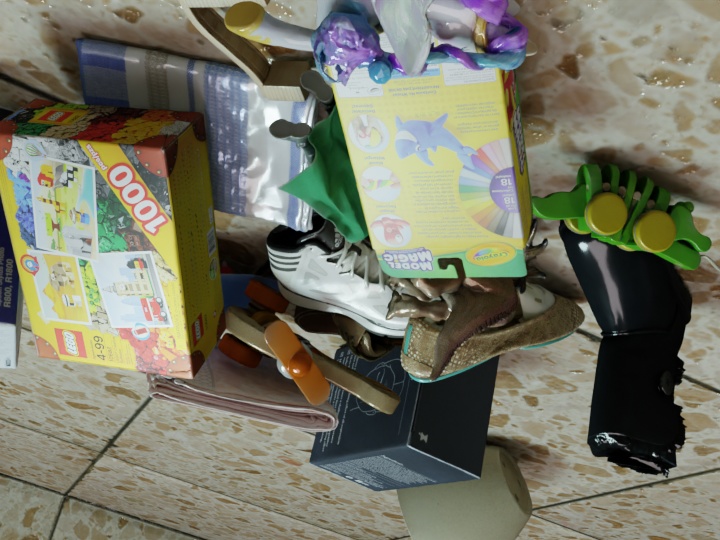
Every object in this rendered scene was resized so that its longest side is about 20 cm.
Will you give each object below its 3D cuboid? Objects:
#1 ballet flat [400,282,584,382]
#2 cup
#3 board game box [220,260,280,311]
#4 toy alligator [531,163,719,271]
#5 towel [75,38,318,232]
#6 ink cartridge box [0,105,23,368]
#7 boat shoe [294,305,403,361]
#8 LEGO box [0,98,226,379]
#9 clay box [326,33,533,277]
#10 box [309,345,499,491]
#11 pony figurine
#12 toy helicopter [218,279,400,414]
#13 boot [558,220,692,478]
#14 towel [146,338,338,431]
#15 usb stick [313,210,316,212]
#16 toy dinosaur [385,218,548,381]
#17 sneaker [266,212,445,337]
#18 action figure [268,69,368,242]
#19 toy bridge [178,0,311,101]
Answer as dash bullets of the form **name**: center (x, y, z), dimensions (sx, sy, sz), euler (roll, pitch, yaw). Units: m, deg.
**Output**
- **ballet flat**: center (0.125, 0.043, 0.856), dimensions (0.070, 0.197, 0.066), euler (29, 130, 53)
- **cup**: center (0.159, 0.327, 1.338), dimensions (0.142, 0.203, 0.200), euler (-28, 138, 18)
- **board game box**: center (-0.174, 0.022, 1.044), dimensions (0.156, 0.040, 0.198), euler (9, 155, -44)
- **toy alligator**: center (0.222, -0.039, 0.710), dimensions (0.197, 0.055, 0.059), euler (18, -179, -6)
- **towel**: center (-0.128, -0.105, 0.760), dimensions (0.196, 0.024, 0.148), euler (13, 137, 4)
- **ink cartridge box**: center (-0.320, -0.033, 0.845), dimensions (0.040, 0.203, 0.200), euler (2, 160, -18)
- **boat shoe**: center (0.009, 0.051, 0.974), dimensions (0.197, 0.075, 0.076), euler (-8, 146, 38)
- **LEGO box**: center (-0.196, -0.026, 0.758), dimensions (0.146, 0.077, 0.203), euler (6, 120, 13)
- **clay box**: center (0.051, -0.085, 0.633), dimensions (0.113, 0.048, 0.202), euler (1, 129, 20)
- **box**: center (0.048, 0.157, 1.077), dimensions (0.106, 0.151, 0.199), euler (27, 152, -26)
- **pony figurine**: center (0.001, -0.167, 0.471), dimensions (0.196, 0.169, 0.193), euler (13, 165, 6)
- **toy helicopter**: center (-0.046, 0.089, 0.933), dimensions (0.198, 0.080, 0.132), euler (29, 180, -10)
- **boot**: center (0.219, 0.064, 0.782), dimensions (0.075, 0.171, 0.200), euler (-7, 146, 38)
- **towel**: center (-0.131, 0.107, 0.986), dimensions (0.188, 0.033, 0.200), euler (16, -172, -18)
- **usb stick**: center (-0.128, -0.086, 0.826), dimensions (0.196, 0.033, 0.056), euler (12, 153, 5)
- **toy dinosaur**: center (0.096, 0.008, 0.764), dimensions (0.133, 0.201, 0.087), euler (17, 125, -8)
- **sneaker**: center (0.000, 0.000, 0.878), dimensions (0.197, 0.077, 0.116), euler (9, 155, 17)
- **action figure**: center (-0.011, -0.076, 0.731), dimensions (0.054, 0.119, 0.200), euler (29, 169, 23)
- **toy bridge**: center (-0.089, -0.186, 0.614), dimensions (0.066, 0.028, 0.201), euler (5, 151, 19)
